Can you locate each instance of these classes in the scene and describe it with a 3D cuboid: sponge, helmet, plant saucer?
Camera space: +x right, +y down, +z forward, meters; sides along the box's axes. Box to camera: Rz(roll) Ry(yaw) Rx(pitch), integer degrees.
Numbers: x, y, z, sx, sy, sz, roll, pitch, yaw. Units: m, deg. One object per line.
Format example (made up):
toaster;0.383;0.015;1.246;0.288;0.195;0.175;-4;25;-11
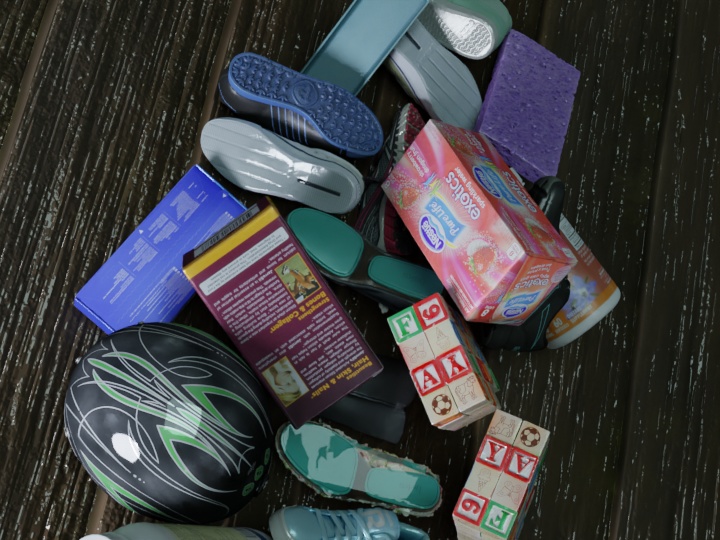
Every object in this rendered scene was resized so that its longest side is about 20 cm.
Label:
sponge;0.207;-0.204;1.274;0.111;0.030;0.202;29;53;-11
helmet;-0.185;0.146;1.002;0.197;0.191;0.202;-9;55;13
plant saucer;-0.006;-0.258;1.194;0.070;0.019;0.200;39;110;-4

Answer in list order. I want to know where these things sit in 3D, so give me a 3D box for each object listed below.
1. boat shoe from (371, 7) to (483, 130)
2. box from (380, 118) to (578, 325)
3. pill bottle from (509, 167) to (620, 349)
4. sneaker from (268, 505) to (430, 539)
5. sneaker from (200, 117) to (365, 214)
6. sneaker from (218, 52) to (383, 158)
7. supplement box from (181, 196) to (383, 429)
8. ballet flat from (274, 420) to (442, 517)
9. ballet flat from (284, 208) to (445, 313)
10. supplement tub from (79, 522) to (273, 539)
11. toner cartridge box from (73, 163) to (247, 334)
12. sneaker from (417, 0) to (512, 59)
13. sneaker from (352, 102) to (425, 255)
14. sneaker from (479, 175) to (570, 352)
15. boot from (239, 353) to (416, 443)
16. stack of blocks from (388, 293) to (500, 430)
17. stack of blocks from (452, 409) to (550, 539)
boat shoe;0.077;-0.245;1.253;0.072;0.062;0.200;-45;111;-13
box;0.120;-0.050;1.078;0.094;0.103;0.201;7;42;-43
pill bottle;0.206;-0.017;1.216;0.112;0.112;0.201;-38;89;-22
sneaker;-0.006;0.267;1.058;0.199;0.082;0.074;27;24;-43
sneaker;-0.087;-0.117;1.171;0.198;0.071;0.074;26;106;9
sneaker;-0.070;-0.183;1.187;0.198;0.078;0.071;27;70;-14
supplement box;-0.079;0.041;1.035;0.110;0.086;0.201;-34;104;-1
ballet flat;-0.006;0.221;1.116;0.198;0.064;0.076;25;70;-8
ballet flat;0.000;0.000;1.144;0.198;0.073;0.074;26;70;5
supplement tub;-0.172;0.312;0.957;0.199;0.144;0.147;19;68;-48
toner cartridge box;-0.210;-0.010;1.117;0.095;0.043;0.201;41;69;-6
sneaker;0.096;-0.331;1.292;0.199;0.074;0.118;31;32;12
sneaker;0.035;-0.111;1.207;0.081;0.074;0.202;49;47;-46
sneaker;0.194;-0.004;1.136;0.078;0.075;0.203;14;104;-10
boot;-0.024;0.085;1.125;0.198;0.066;0.167;21;99;-8
stack of blocks;0.098;0.105;1.095;0.058;0.200;0.116;-26;73;9
stack of blocks;0.149;0.237;1.087;0.058;0.201;0.116;21;70;16
